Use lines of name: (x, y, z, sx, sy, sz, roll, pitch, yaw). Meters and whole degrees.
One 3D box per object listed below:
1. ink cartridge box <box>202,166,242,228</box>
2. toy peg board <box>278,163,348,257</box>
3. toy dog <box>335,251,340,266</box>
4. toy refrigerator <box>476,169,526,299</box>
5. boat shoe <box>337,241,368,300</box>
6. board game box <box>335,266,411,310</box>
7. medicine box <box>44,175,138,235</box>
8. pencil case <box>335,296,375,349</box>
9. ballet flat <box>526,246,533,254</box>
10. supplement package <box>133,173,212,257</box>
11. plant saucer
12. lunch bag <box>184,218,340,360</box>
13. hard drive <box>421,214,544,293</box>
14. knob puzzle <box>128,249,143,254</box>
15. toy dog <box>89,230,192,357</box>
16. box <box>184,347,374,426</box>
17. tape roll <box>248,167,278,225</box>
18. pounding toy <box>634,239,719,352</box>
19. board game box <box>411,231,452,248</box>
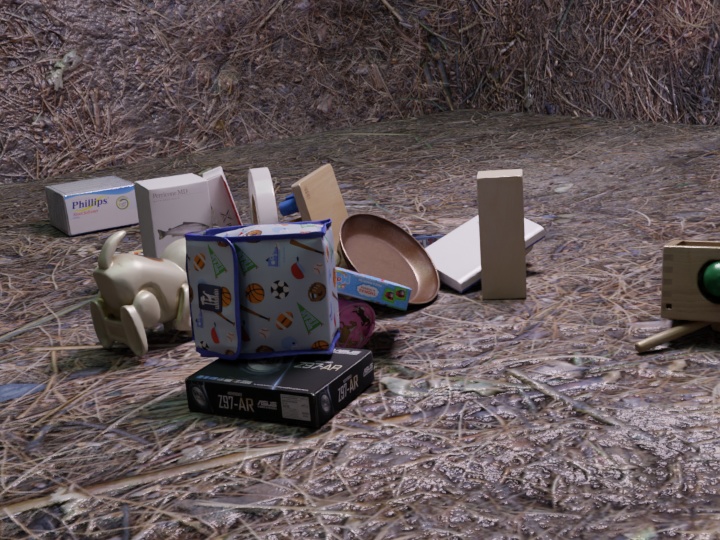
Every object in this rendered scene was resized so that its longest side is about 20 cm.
ink cartridge box: (-0.240, -0.082, 1.880, 0.044, 0.203, 0.176, -20, 16, -4)
toy peg board: (-0.091, -0.068, 1.835, 0.096, 0.202, 0.200, -16, 11, 18)
toy dog: (-0.112, 0.030, 1.638, 0.197, 0.133, 0.097, -19, 49, -23)
toy refrigerator: (0.233, -0.060, 1.660, 0.075, 0.204, 0.070, -2, 15, 10)
boat shoe: (0.000, 0.000, 1.754, 0.071, 0.068, 0.201, -29, 27, 19)
board game box: (-0.026, 0.016, 1.477, 0.197, 0.037, 0.151, 16, 0, 1)
medicine box: (-0.669, -0.164, 2.513, 0.180, 0.105, 0.199, -13, 17, -28)
pencil case: (-0.064, 0.066, 1.515, 0.082, 0.088, 0.199, -35, 30, -28)
ballet flat: (0.222, -0.026, 1.836, 0.196, 0.068, 0.063, -9, 34, 9)
supplement package: (-0.339, -0.067, 1.858, 0.115, 0.204, 0.117, -11, 16, -22)
plant saucer: (0.042, -0.012, 1.687, 0.198, 0.037, 0.202, 26, 35, -20)
lunch bag: (-0.134, 0.027, 1.342, 0.196, 0.173, 0.124, -2, 10, 7)
hard drive: (0.209, -0.042, 1.781, 0.199, 0.026, 0.131, -32, 38, -23)
knob puzzle: (-0.383, -0.038, 2.101, 0.216, 0.031, 0.220, -4, 15, 1)
toy dog: (-0.316, 0.019, 1.575, 0.199, 0.197, 0.138, -26, 13, -40)
box: (-0.103, 0.143, 1.313, 0.197, 0.044, 0.160, 3, 17, 28)
tape roll: (-0.182, -0.093, 1.909, 0.036, 0.206, 0.203, -7, 15, -11)
pounding toy: (0.492, 0.035, 1.411, 0.181, 0.145, 0.199, 3, 6, 23)
board game box: (0.195, -0.056, 1.936, 0.196, 0.035, 0.135, -3, 5, 6)
